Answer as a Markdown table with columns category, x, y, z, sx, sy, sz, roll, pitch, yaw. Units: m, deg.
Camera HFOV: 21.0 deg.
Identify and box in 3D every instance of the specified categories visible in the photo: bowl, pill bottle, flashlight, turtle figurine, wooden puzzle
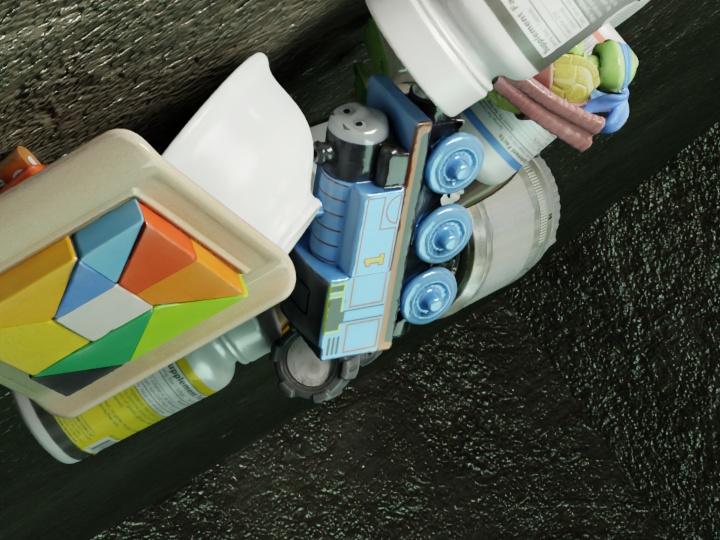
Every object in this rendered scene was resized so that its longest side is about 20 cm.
| category | x | y | z | sx | sy | sz | roll | pitch | yaw |
| --- | --- | --- | --- | --- | --- | --- | --- | --- | --- |
| bowl | -0.088 | -0.032 | 1.227 | 0.201 | 0.090 | 0.201 | -54 | 180 | 0 |
| pill bottle | 0.109 | -0.139 | 1.516 | 0.200 | 0.112 | 0.112 | -39 | 172 | 11 |
| flashlight | -0.017 | 0.060 | 1.558 | 0.068 | 0.068 | 0.200 | -53 | 172 | 12 |
| pill bottle | 0.110 | -0.191 | 1.205 | 0.200 | 0.114 | 0.114 | -35 | 173 | 11 |
| pill bottle | -0.170 | 0.061 | 1.528 | 0.199 | 0.115 | 0.114 | -27 | 174 | 8 |
| turtle figurine | 0.090 | -0.178 | 1.379 | 0.193 | 0.201 | 0.144 | -12 | -169 | -14 |
| wooden puzzle | -0.152 | 0.014 | 1.100 | 0.184 | 0.037 | 0.200 | -29 | 148 | 12 |

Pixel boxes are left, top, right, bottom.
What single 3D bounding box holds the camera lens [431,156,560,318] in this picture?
| category | x | y | z | sx | sy | sz | roll | pitch | yaw |
| --- | --- | --- | --- | --- | --- | --- | --- | --- | --- |
| camera lens | 0.089 | -0.048 | 1.900 | 0.160 | 0.160 | 0.200 | -39 | 172 | 34 |

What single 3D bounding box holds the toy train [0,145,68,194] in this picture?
| category | x | y | z | sx | sy | sz | roll | pitch | yaw |
| --- | --- | --- | --- | --- | --- | --- | --- | --- | --- |
| toy train | -0.222 | -0.013 | 1.149 | 0.200 | 0.056 | 0.150 | -40 | 170 | 22 |

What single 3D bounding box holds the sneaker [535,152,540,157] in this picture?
| category | x | y | z | sx | sy | sz | roll | pitch | yaw |
| --- | --- | --- | --- | --- | --- | --- | --- | --- | --- |
| sneaker | 0.125 | -0.134 | 1.761 | 0.199 | 0.091 | 0.078 | -33 | 172 | -9 |

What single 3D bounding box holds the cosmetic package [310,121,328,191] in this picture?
| category | x | y | z | sx | sy | sz | roll | pitch | yaw |
| --- | --- | --- | --- | --- | --- | --- | --- | --- | --- |
| cosmetic package | -0.033 | -0.073 | 1.611 | 0.151 | 0.052 | 0.200 | -38 | 172 | 37 |

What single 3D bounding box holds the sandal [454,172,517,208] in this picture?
| category | x | y | z | sx | sy | sz | roll | pitch | yaw |
| --- | --- | --- | --- | --- | --- | --- | --- | --- | --- |
| sandal | 0.047 | -0.057 | 1.595 | 0.200 | 0.082 | 0.055 | -36 | 156 | 14 |

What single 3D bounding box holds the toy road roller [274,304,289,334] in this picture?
| category | x | y | z | sx | sy | sz | roll | pitch | yaw |
| --- | --- | --- | --- | --- | --- | --- | --- | --- | --- |
| toy road roller | -0.058 | -0.003 | 1.729 | 0.146 | 0.123 | 0.200 | -49 | 173 | 2 |

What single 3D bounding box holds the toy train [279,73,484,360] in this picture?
| category | x | y | z | sx | sy | sz | roll | pitch | yaw |
| --- | --- | --- | --- | --- | --- | --- | --- | --- | --- |
| toy train | 0.012 | -0.035 | 1.308 | 0.114 | 0.087 | 0.201 | -11 | 129 | -29 |

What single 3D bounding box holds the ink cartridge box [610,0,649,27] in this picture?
| category | x | y | z | sx | sy | sz | roll | pitch | yaw |
| --- | --- | --- | --- | --- | --- | --- | --- | --- | --- |
| ink cartridge box | 0.154 | -0.198 | 1.635 | 0.200 | 0.050 | 0.109 | -37 | 172 | 16 |
